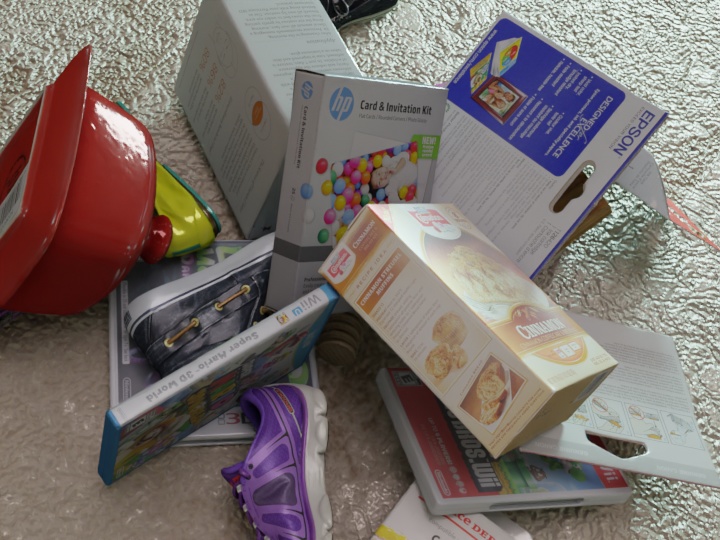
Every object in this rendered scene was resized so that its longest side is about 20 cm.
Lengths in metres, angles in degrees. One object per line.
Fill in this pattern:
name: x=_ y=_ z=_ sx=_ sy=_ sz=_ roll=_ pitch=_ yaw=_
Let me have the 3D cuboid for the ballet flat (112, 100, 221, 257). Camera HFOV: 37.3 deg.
ballet flat: x=-0.207 y=-0.085 z=0.996 sx=0.067 sy=0.067 sz=0.200 roll=-34 pitch=61 yaw=-15

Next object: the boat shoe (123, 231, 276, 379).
boat shoe: x=-0.097 y=0.036 z=0.927 sx=0.200 sy=0.071 sz=0.091 roll=-26 pitch=72 yaw=-21

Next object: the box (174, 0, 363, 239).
box: x=-0.081 y=-0.158 z=1.019 sx=0.106 sy=0.152 sz=0.200 roll=-12 pitch=62 yaw=-32

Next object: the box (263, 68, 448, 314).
box: x=-0.001 y=-0.065 z=0.916 sx=0.041 sy=0.201 sz=0.156 roll=18 pitch=15 yaw=42

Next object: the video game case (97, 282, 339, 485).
video game case: x=-0.113 y=0.091 z=0.839 sx=0.200 sy=0.143 sz=0.018 roll=-31 pitch=74 yaw=-28

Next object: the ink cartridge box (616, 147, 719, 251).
ink cartridge box: x=0.274 y=-0.110 z=1.066 sx=0.200 sy=0.047 sz=0.160 roll=31 pitch=17 yaw=-15

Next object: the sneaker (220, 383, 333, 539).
sneaker: x=-0.070 y=0.186 z=0.848 sx=0.083 sy=0.081 sz=0.201 roll=5 pitch=58 yaw=-15

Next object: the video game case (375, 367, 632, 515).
video game case: x=0.123 y=0.142 z=0.919 sx=0.199 sy=0.017 sz=0.143 roll=4 pitch=42 yaw=-28

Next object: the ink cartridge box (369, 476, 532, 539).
ink cartridge box: x=0.056 y=0.246 z=0.852 sx=0.116 sy=0.068 sz=0.200 roll=35 pitch=56 yaw=10

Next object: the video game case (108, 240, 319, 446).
video game case: x=-0.132 y=0.060 z=0.953 sx=0.181 sy=0.023 sz=0.201 roll=0 pitch=58 yaw=-14

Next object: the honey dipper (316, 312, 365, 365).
honey dipper: x=0.000 y=0.000 z=1.018 sx=0.038 sy=0.038 sz=0.200 roll=18 pitch=52 yaw=-2

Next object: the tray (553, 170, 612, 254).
tray: x=0.124 y=-0.035 z=1.002 sx=0.200 sy=0.037 sz=0.099 roll=-38 pitch=68 yaw=9

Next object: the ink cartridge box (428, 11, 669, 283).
ink cartridge box: x=0.142 y=-0.106 z=0.964 sx=0.200 sy=0.047 sz=0.198 roll=42 pitch=94 yaw=30

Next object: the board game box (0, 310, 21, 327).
board game box: x=-0.343 y=-0.002 z=0.939 sx=0.120 sy=0.032 sz=0.200 roll=43 pitch=58 yaw=9

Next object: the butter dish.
butter dish: x=-0.228 y=-0.047 z=0.894 sx=0.147 sy=0.200 sz=0.200 roll=22 pitch=52 yaw=-29

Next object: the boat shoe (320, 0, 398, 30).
boat shoe: x=-0.037 y=-0.298 z=1.182 sx=0.200 sy=0.062 sz=0.075 roll=-27 pitch=69 yaw=-26

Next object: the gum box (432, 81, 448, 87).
gum box: x=0.142 y=-0.106 z=1.099 sx=0.113 sy=0.066 sz=0.200 roll=-20 pitch=65 yaw=-25

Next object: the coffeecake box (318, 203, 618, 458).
coffeecake box: x=0.087 y=0.038 z=0.843 sx=0.200 sy=0.073 sz=0.153 roll=46 pitch=24 yaw=20

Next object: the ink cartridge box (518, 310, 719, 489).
ink cartridge box: x=0.205 y=0.115 z=0.949 sx=0.199 sy=0.045 sz=0.177 roll=14 pitch=43 yaw=-16
